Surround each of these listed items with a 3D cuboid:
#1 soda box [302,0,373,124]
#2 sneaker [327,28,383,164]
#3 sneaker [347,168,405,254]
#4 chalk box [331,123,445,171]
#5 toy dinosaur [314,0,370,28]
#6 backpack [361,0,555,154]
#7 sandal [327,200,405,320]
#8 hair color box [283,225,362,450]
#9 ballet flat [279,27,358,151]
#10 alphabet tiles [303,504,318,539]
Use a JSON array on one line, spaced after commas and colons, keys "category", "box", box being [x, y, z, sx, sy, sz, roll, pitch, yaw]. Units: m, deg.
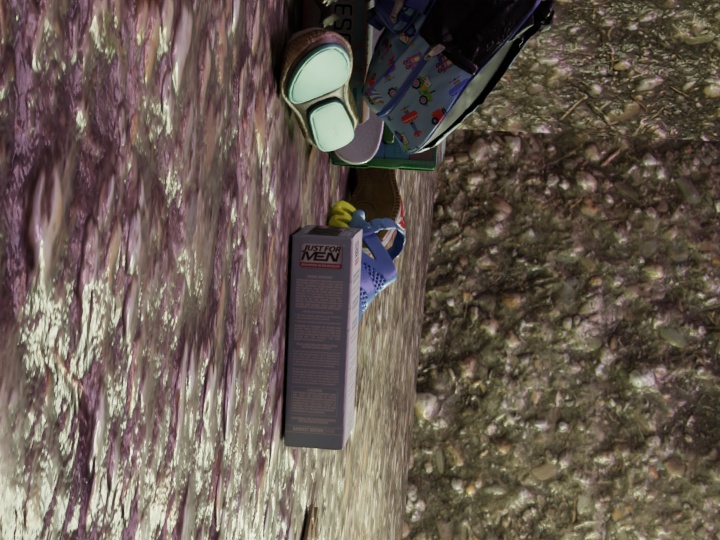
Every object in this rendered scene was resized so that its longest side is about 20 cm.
[{"category": "soda box", "box": [-0.020, -0.239, 1.564, 0.068, 0.063, 0.202, -58, 152, -79]}, {"category": "sneaker", "box": [0.001, -0.200, 1.673, 0.099, 0.070, 0.202, 168, -63, -74]}, {"category": "sneaker", "box": [0.020, -0.063, 2.076, 0.201, 0.070, 0.113, -84, 171, -48]}, {"category": "chalk box", "box": [0.032, -0.179, 1.872, 0.200, 0.123, 0.126, -43, 137, -81]}, {"category": "toy dinosaur", "box": [-0.034, -0.275, 1.409, 0.103, 0.077, 0.200, 59, 8, 16]}, {"category": "backpack", "box": [0.069, -0.214, 1.501, 0.200, 0.134, 0.183, -52, -169, 20]}, {"category": "sandal", "box": [0.000, 0.000, 1.817, 0.080, 0.086, 0.201, 90, 7, -46]}, {"category": "hair color box", "box": [-0.035, 0.062, 1.594, 0.099, 0.060, 0.202, -52, 145, -82]}, {"category": "ballet flat", "box": [-0.042, -0.171, 1.452, 0.200, 0.070, 0.066, 87, -18, -69]}, {"category": "alphabet tiles", "box": [-0.060, 0.360, 1.797, 0.201, 0.006, 0.168, -79, 170, -56]}]
